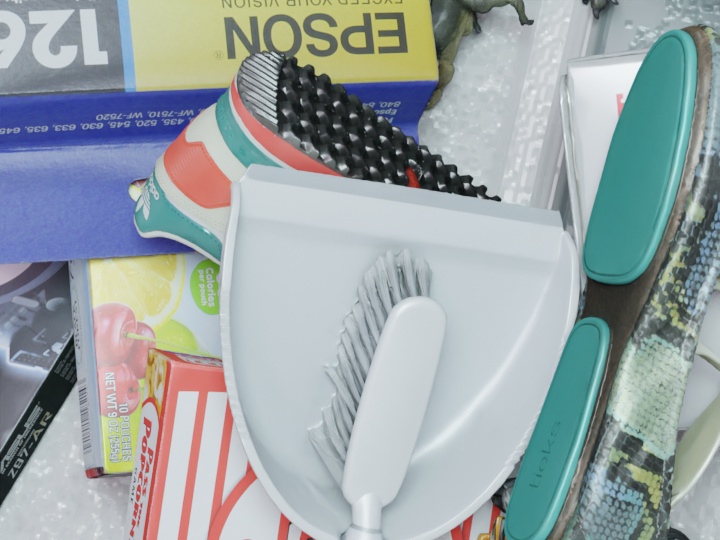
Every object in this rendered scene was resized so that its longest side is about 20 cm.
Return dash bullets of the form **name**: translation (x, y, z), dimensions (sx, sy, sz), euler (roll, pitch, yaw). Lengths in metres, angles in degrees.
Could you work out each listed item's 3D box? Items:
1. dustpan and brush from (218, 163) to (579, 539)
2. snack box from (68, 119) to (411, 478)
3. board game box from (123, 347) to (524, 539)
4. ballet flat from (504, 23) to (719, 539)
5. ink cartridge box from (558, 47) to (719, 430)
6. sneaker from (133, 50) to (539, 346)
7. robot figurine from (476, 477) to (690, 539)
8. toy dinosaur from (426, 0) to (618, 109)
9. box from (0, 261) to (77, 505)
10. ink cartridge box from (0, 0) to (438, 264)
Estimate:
- **dustpan and brush**: translation (0.003, 0.073, 0.768), dimensions (0.139, 0.057, 0.200), euler (8, 105, -22)
- **snack box**: translation (-0.048, -0.020, 0.874), dimensions (0.142, 0.053, 0.200), euler (-4, 83, -18)
- **board game box**: translation (-0.020, 0.139, 0.824), dimensions (0.151, 0.046, 0.200), euler (7, 92, -17)
- **ballet flat**: translation (0.109, 0.015, 0.757), dimensions (0.074, 0.074, 0.200), euler (19, 95, 10)
- **ink cartridge box**: translation (0.185, -0.021, 0.808), dimensions (0.200, 0.084, 0.145), euler (-5, 95, 13)
- **sneaker**: translation (0.000, 0.000, 0.830), dimensions (0.093, 0.200, 0.070), euler (-39, 35, 24)
- **robot figurine**: translation (0.107, 0.165, 0.810), dimensions (0.200, 0.058, 0.145), euler (30, 82, -18)
- **toy dinosaur**: translation (0.070, -0.157, 0.908), dimensions (0.088, 0.047, 0.200), euler (9, 98, -26)
- **box**: translation (-0.196, 0.012, 0.920), dimensions (0.160, 0.044, 0.200), euler (30, 83, 12)
- **ink cartridge box**: translation (-0.071, -0.109, 0.833), dimensions (0.197, 0.047, 0.200), euler (-4, 78, -17)
